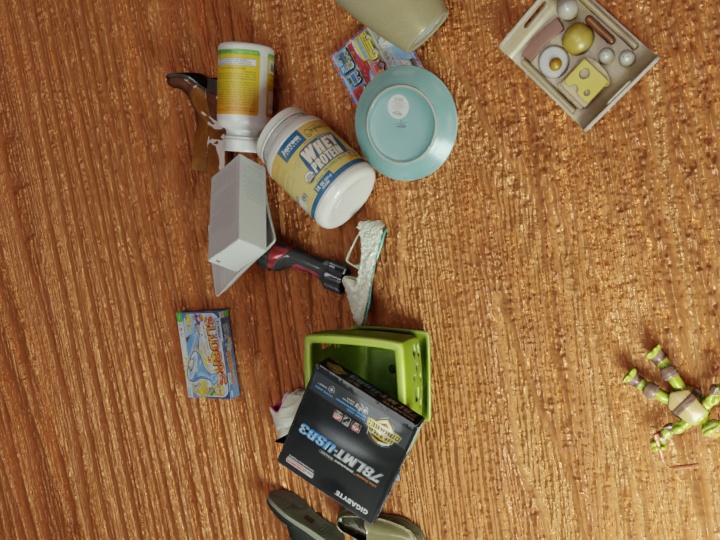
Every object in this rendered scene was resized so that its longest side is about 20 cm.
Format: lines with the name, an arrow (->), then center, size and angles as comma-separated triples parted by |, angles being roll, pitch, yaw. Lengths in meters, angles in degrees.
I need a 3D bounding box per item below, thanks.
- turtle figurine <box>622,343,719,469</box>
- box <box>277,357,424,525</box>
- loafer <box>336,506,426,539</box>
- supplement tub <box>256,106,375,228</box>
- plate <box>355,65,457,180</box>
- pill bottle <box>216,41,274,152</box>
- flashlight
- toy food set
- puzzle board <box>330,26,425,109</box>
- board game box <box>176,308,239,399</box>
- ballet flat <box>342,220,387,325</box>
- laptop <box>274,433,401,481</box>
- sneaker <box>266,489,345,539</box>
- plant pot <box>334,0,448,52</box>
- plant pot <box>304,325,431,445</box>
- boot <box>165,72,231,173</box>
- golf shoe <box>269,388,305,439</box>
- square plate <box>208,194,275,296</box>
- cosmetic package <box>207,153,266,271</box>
turtle figurine -> 0.494, 0.190, 0.927 | 0.162, 0.064, 0.201 | 48, 125, 23
box -> -0.020, 0.282, 1.015 | 0.198, 0.050, 0.201 | 29, 105, 17
loafer -> 0.035, 0.529, 1.226 | 0.197, 0.067, 0.077 | 7, 101, 27
supplement tub -> -0.084, -0.193, 1.137 | 0.200, 0.144, 0.145 | 44, 115, 15
plate -> 0.075, -0.260, 1.092 | 0.197, 0.026, 0.204 | 8, 109, 24
pill bottle -> -0.229, -0.339, 1.212 | 0.109, 0.111, 0.204 | 9, 102, 27
flashlight -> -0.116, -0.006, 1.231 | 0.198, 0.068, 0.069 | 23, 81, 19
toy food set -> 0.330, -0.334, 0.938 | 0.201, 0.060, 0.144 | 50, 116, 14
puzzle board -> 0.042, -0.352, 1.118 | 0.150, 0.017, 0.202 | -30, 83, 29
board game box -> -0.350, 0.191, 1.403 | 0.133, 0.034, 0.204 | -5, 95, 29
ballet flat -> 0.000, 0.000, 1.161 | 0.071, 0.071, 0.204 | 16, 98, 25
laptop -> -0.037, 0.363, 1.162 | 0.184, 0.116, 0.203 | 3, 125, 22
sneaker -> -0.135, 0.570, 1.319 | 0.198, 0.075, 0.108 | 31, 109, 20
plant pot -> 0.049, -0.474, 1.017 | 0.187, 0.187, 0.201 | -38, 93, 27
plant pot -> 0.028, 0.200, 1.114 | 0.197, 0.181, 0.203 | 1, 97, 28
boot -> -0.347, -0.319, 1.323 | 0.185, 0.068, 0.203 | 15, 112, 18
golf shoe -> -0.118, 0.280, 1.270 | 0.199, 0.075, 0.092 | -39, 76, 26
square plate -> -0.244, -0.076, 1.266 | 0.197, 0.028, 0.202 | -39, 48, 27
cosmetic package -> -0.242, -0.114, 1.205 | 0.101, 0.071, 0.203 | -28, 54, 36
